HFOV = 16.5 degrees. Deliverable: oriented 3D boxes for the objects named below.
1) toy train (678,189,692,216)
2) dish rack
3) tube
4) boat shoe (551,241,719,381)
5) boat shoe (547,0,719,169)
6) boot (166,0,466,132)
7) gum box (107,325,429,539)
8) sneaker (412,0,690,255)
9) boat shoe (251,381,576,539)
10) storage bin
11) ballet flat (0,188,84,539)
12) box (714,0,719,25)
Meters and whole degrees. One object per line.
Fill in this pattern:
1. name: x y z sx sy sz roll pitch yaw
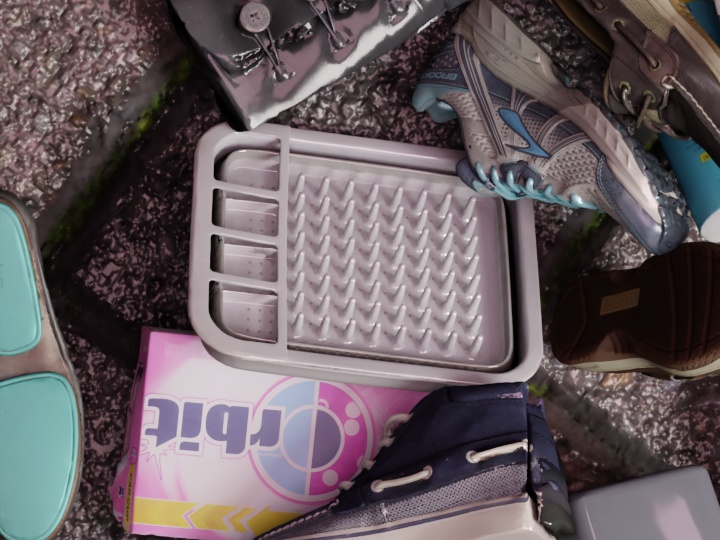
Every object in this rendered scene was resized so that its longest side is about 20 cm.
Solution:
1. toy train: 0.257 0.006 1.470 0.198 0.085 0.117 1 109 -4
2. dish rack: 0.000 0.000 1.404 0.198 0.044 0.172 7 49 -9
3. tube: 0.187 -0.114 1.435 0.077 0.050 0.201 -12 63 -13
4. boat shoe: 0.188 0.027 1.395 0.074 0.202 0.075 17 82 -24
5. boat shoe: 0.164 -0.108 1.375 0.066 0.072 0.201 -29 55 0
6. boot: -0.023 -0.193 1.414 0.199 0.066 0.166 -30 81 -1
7. gum box: -0.042 0.097 1.422 0.198 0.066 0.114 6 90 -9
8. sneaker: 0.106 -0.064 1.408 0.086 0.078 0.200 -46 56 7
9. boat shoe: 0.020 0.122 1.359 0.199 0.075 0.093 -13 62 18
10. storage bin: 0.164 0.183 1.403 0.145 0.200 0.135 -12 85 -8
11. ballet flat: -0.192 0.053 1.396 0.067 0.068 0.202 -6 93 -8
12. box: 0.329 -0.176 1.374 0.199 0.198 0.132 -17 94 -38
